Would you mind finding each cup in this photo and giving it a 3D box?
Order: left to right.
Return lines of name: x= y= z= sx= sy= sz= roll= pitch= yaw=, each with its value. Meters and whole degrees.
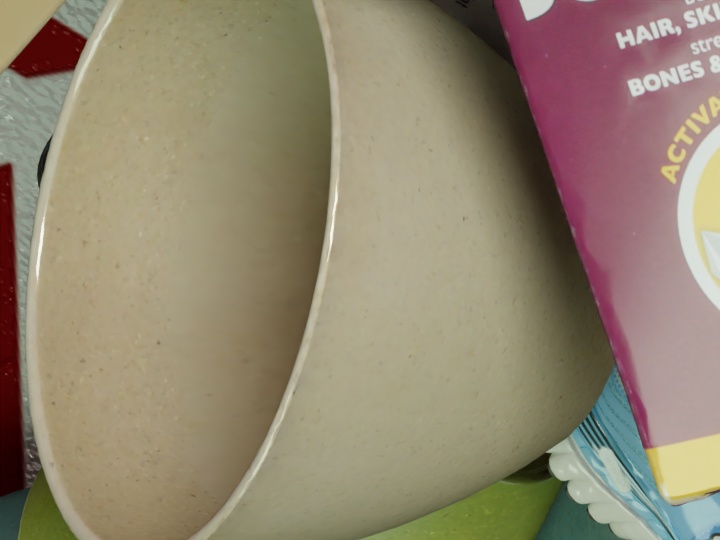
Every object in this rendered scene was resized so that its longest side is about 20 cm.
cup: x=0.000 y=0.000 z=0.788 sx=0.142 sy=0.202 sz=0.200 roll=10 pitch=156 yaw=-30

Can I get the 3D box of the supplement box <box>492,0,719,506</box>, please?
supplement box: x=0.121 y=-0.057 z=0.666 sx=0.130 sy=0.103 sz=0.201 roll=-16 pitch=100 yaw=29

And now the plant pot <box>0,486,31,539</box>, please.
plant pot: x=-0.127 y=0.183 z=1.181 sx=0.200 sy=0.201 sz=0.188 roll=40 pitch=129 yaw=-19

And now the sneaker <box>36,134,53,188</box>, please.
sneaker: x=-0.049 y=-0.024 z=0.929 sx=0.199 sy=0.071 sz=0.099 roll=3 pitch=143 yaw=49

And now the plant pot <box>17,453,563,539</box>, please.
plant pot: x=-0.007 y=0.090 z=0.993 sx=0.187 sy=0.188 sz=0.200 roll=36 pitch=132 yaw=-13

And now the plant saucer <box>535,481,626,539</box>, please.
plant saucer: x=0.115 y=0.147 z=0.993 sx=0.201 sy=0.039 sz=0.202 roll=51 pitch=160 yaw=27

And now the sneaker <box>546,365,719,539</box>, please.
sneaker: x=0.146 y=0.090 z=0.837 sx=0.200 sy=0.079 sz=0.090 roll=47 pitch=135 yaw=-13

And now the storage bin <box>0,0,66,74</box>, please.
storage bin: x=-0.174 y=-0.129 z=0.742 sx=0.093 sy=0.200 sz=0.200 roll=3 pitch=125 yaw=23

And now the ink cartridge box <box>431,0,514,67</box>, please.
ink cartridge box: x=0.025 y=-0.105 z=0.812 sx=0.199 sy=0.041 sz=0.200 roll=33 pitch=146 yaw=-8
